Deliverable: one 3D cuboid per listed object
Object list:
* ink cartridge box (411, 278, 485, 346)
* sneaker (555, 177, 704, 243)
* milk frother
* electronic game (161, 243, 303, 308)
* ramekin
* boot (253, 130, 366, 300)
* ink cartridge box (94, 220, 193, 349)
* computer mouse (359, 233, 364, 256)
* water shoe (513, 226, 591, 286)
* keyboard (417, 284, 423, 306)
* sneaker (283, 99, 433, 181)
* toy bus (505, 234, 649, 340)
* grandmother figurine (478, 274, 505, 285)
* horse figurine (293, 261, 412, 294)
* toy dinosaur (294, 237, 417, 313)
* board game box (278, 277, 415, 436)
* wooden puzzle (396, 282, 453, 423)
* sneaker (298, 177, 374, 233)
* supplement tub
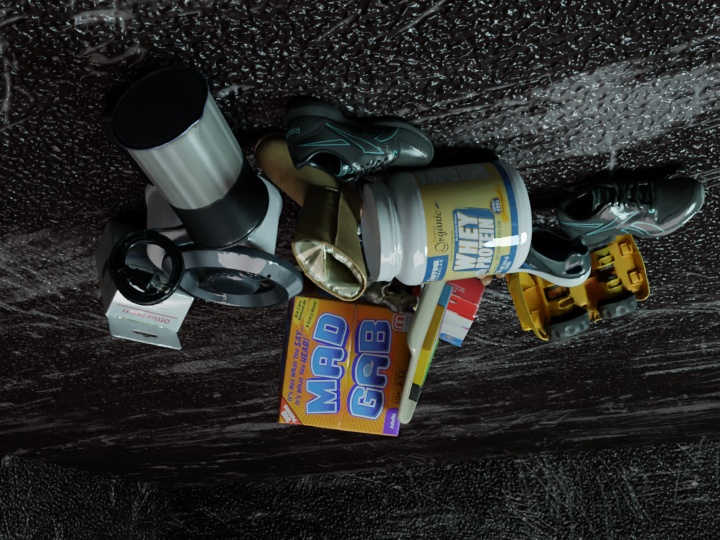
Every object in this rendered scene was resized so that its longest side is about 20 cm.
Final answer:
[{"bbox_3d":[0.145,0.050,1.333,0.114,0.068,0.201,22,157,6],"label":"ink cartridge box"},{"bbox_3d":[0.361,-0.085,1.050,0.196,0.077,0.079,-16,150,30],"label":"sneaker"},{"bbox_3d":[-0.225,-0.088,0.878,0.176,0.204,0.189,1,149,19],"label":"milk frother"},{"bbox_3d":[-0.175,0.007,1.064,0.194,0.043,0.201,5,159,2],"label":"electronic game"},{"bbox_3d":[-0.209,-0.058,1.094,0.195,0.100,0.201,-1,157,0],"label":"ramekin"},{"bbox_3d":[-0.060,-0.073,0.902,0.173,0.201,0.067,33,115,-15],"label":"boot"},{"bbox_3d":[-0.318,0.019,1.139,0.115,0.201,0.068,17,116,-35],"label":"ink cartridge box"},{"bbox_3d":[0.027,-0.042,1.227,0.196,0.035,0.058,10,151,-37],"label":"computer mouse"},{"bbox_3d":[0.234,-0.039,1.107,0.196,0.072,0.080,13,145,24],"label":"water shoe"},{"bbox_3d":[0.097,0.026,1.180,0.010,0.057,0.201,17,153,10],"label":"keyboard"},{"bbox_3d":[-0.001,-0.141,0.934,0.195,0.081,0.075,8,154,-22],"label":"sneaker"},{"bbox_3d":[0.333,0.023,1.245,0.195,0.139,0.192,-19,177,-5],"label":"toy bus"},{"bbox_3d":[0.137,-0.029,1.218,0.197,0.062,0.121,19,142,-31],"label":"grandmother figurine"},{"bbox_3d":[-0.016,0.003,1.250,0.195,0.051,0.132,10,175,16],"label":"horse figurine"},{"bbox_3d":[0.000,0.000,1.148,0.196,0.048,0.090,21,113,1],"label":"toy dinosaur"},{"bbox_3d":[-0.030,0.136,1.296,0.194,0.206,0.200,8,-173,-7],"label":"board game box"},{"bbox_3d":[0.102,0.109,1.181,0.036,0.187,0.203,15,138,12],"label":"wooden puzzle"},{"bbox_3d":[-0.033,-0.070,1.099,0.083,0.079,0.200,5,156,-22],"label":"sneaker"},{"bbox_3d":[0.107,-0.060,0.999,0.194,0.148,0.145,-7,158,-10],"label":"supplement tub"}]
